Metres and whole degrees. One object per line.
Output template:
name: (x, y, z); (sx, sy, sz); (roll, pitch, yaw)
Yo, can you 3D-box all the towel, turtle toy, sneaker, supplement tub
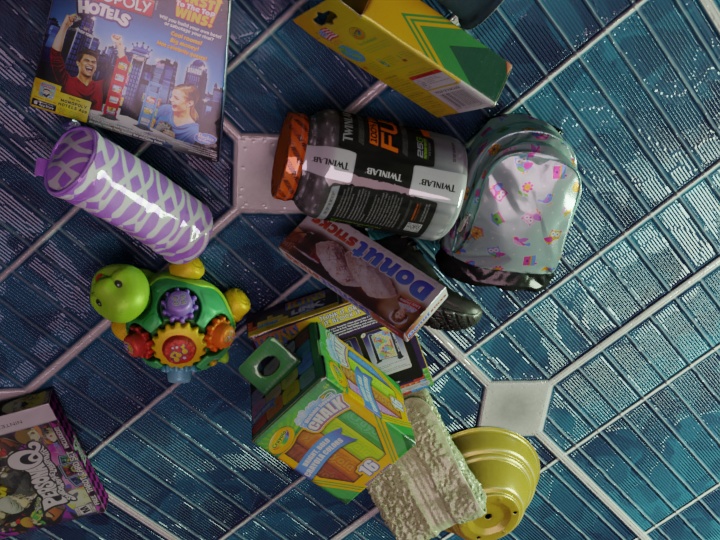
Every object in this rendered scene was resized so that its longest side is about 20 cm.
towel: (0.071, 0.275, 1.221); (0.148, 0.036, 0.200); (-29, 91, 10)
turtle toy: (-0.232, 0.057, 1.054); (0.146, 0.101, 0.200); (-42, 117, 15)
sneaker: (0.055, 0.004, 1.039); (0.200, 0.091, 0.076); (24, 163, 17)
supplement tub: (0.008, -0.108, 0.987); (0.200, 0.123, 0.123); (10, 117, -16)

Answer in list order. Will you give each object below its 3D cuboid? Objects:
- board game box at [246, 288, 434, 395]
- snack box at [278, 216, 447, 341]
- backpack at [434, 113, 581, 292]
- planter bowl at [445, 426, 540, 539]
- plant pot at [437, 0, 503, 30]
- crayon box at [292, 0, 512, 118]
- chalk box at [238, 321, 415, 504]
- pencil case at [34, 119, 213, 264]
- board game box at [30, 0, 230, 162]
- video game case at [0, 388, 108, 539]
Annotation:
board game box: (-0.025, 0.104, 1.141); (0.200, 0.057, 0.165); (-18, 119, 2)
snack box: (0.000, 0.000, 1.006); (0.072, 0.200, 0.024); (-47, 149, -16)
backpack: (0.180, -0.077, 1.029); (0.167, 0.127, 0.200); (5, 120, -12)
planter bowl: (0.176, 0.332, 1.287); (0.200, 0.083, 0.200); (-4, 120, -6)
plant pot: (0.072, -0.364, 0.825); (0.196, 0.200, 0.200); (29, 111, -13)
crayon box: (0.041, -0.234, 0.916); (0.200, 0.127, 0.051); (28, 83, -23)
chalk box: (-0.052, 0.159, 1.064); (0.200, 0.124, 0.125); (38, 107, -25)
pencil case: (-0.249, -0.075, 0.955); (0.085, 0.084, 0.200); (-18, 146, 28)
board game box: (-0.210, -0.237, 0.905); (0.200, 0.062, 0.200); (16, 115, -17)
video game case: (-0.456, 0.262, 1.172); (0.181, 0.036, 0.200); (-14, 121, 0)
